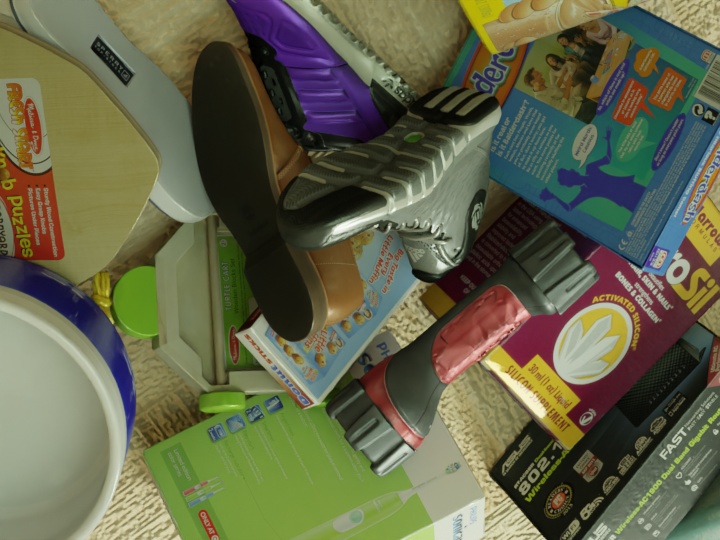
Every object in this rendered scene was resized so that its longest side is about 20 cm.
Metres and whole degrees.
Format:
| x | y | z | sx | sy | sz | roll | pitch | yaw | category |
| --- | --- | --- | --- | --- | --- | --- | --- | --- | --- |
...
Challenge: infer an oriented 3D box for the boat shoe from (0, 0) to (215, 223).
| x | y | z | sx | sy | sz | roll | pitch | yaw | category |
| --- | --- | --- | --- | --- | --- | --- | --- | --- | --- |
| -0.171 | -0.107 | 1.166 | 0.200 | 0.070 | 0.071 | 50 | 44 | -26 | boat shoe |

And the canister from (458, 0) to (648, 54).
| x | y | z | sx | sy | sz | roll | pitch | yaw | category |
| --- | --- | --- | --- | --- | --- | --- | --- | --- | --- |
| 0.152 | -0.224 | 1.129 | 0.199 | 0.087 | 0.149 | -18 | 148 | 15 | canister |

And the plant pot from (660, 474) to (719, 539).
| x | y | z | sx | sy | sz | roll | pitch | yaw | category |
| --- | --- | --- | --- | --- | --- | --- | --- | --- | --- |
| 0.293 | 0.202 | 1.386 | 0.199 | 0.197 | 0.197 | -21 | 116 | 6 | plant pot |

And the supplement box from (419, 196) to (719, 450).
| x | y | z | sx | sy | sz | roll | pitch | yaw | category |
| --- | --- | --- | --- | --- | --- | --- | --- | --- | --- |
| 0.165 | 0.008 | 1.297 | 0.200 | 0.103 | 0.131 | -46 | 127 | 1 | supplement box |

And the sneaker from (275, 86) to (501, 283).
| x | y | z | sx | sy | sz | roll | pitch | yaw | category |
| --- | --- | --- | --- | --- | --- | --- | --- | --- | --- |
| 0.028 | -0.031 | 1.157 | 0.200 | 0.075 | 0.116 | -34 | 131 | -38 | sneaker |

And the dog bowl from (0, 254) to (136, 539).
| x | y | z | sx | sy | sz | roll | pitch | yaw | category |
| --- | --- | --- | --- | --- | --- | --- | --- | --- | --- |
| -0.247 | 0.093 | 1.153 | 0.199 | 0.079 | 0.201 | 1 | 110 | 2 | dog bowl |

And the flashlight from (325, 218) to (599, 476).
| x | y | z | sx | sy | sz | roll | pitch | yaw | category |
| --- | --- | --- | --- | --- | --- | --- | --- | --- | --- |
| 0.071 | 0.052 | 1.193 | 0.200 | 0.068 | 0.068 | -39 | 80 | 3 | flashlight |

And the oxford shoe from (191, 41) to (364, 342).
| x | y | z | sx | sy | sz | roll | pitch | yaw | category |
| --- | --- | --- | --- | --- | --- | --- | --- | --- | --- |
| -0.054 | -0.057 | 1.171 | 0.071 | 0.071 | 0.201 | -20 | 90 | -42 | oxford shoe |

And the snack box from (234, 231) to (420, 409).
| x | y | z | sx | sy | sz | roll | pitch | yaw | category |
| --- | --- | --- | --- | --- | --- | --- | --- | --- | --- |
| 0.000 | 0.000 | 1.228 | 0.072 | 0.024 | 0.200 | 49 | 59 | -14 | snack box |

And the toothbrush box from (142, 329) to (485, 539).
| x | y | z | sx | sy | sz | roll | pitch | yaw | category |
| --- | --- | --- | --- | --- | --- | --- | --- | --- | --- |
| -0.031 | 0.157 | 1.258 | 0.199 | 0.146 | 0.086 | -27 | 154 | -9 | toothbrush box |

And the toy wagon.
| x | y | z | sx | sy | sz | roll | pitch | yaw | category |
| --- | --- | --- | --- | --- | --- | --- | --- | --- | --- |
| -0.089 | 0.019 | 1.222 | 0.199 | 0.040 | 0.156 | -1 | 80 | -19 | toy wagon |

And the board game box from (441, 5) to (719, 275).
| x | y | z | sx | sy | sz | roll | pitch | yaw | category |
| --- | --- | --- | --- | --- | --- | --- | --- | --- | --- |
| 0.155 | -0.111 | 1.213 | 0.045 | 0.200 | 0.153 | 11 | 110 | -60 | board game box |

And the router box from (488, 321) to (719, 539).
| x | y | z | sx | sy | sz | roll | pitch | yaw | category |
| --- | --- | --- | --- | --- | --- | --- | --- | --- | --- |
| 0.202 | 0.123 | 1.337 | 0.062 | 0.150 | 0.200 | 38 | 93 | -25 | router box |

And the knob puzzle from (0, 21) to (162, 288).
| x | y | z | sx | sy | sz | roll | pitch | yaw | category |
| --- | --- | --- | --- | --- | --- | --- | --- | --- | --- |
| -0.223 | -0.069 | 1.143 | 0.218 | 0.030 | 0.221 | 3 | 116 | 6 | knob puzzle |

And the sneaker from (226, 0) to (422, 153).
| x | y | z | sx | sy | sz | roll | pitch | yaw | category |
| --- | --- | --- | --- | --- | --- | --- | --- | --- | --- |
| -0.043 | -0.128 | 1.197 | 0.200 | 0.070 | 0.100 | 40 | 98 | -23 | sneaker |
